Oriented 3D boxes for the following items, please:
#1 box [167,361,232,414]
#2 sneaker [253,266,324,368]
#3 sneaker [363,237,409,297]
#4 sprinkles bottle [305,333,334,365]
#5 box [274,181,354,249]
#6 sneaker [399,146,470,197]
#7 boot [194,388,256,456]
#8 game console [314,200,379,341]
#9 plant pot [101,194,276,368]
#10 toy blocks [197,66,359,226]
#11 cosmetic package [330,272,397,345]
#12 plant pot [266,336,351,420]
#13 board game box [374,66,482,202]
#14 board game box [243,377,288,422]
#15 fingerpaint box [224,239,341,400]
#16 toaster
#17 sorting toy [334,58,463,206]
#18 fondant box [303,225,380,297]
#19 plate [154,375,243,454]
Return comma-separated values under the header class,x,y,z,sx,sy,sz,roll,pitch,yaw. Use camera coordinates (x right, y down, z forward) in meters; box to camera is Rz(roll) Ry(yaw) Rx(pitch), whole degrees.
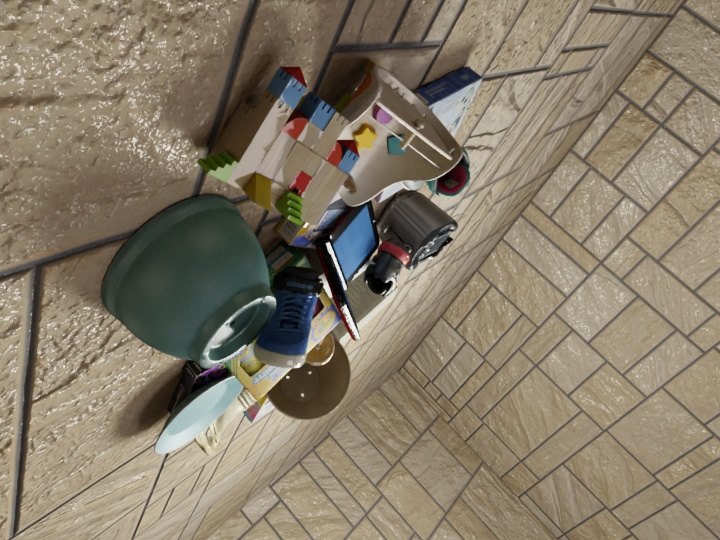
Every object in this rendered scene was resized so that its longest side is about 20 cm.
class,x,y,z,sx,sy,sz,roll,pitch,yaw
box,-0.260,0.186,1.071,0.199,0.036,0.144,-30,158,-52
sneaker,-0.096,0.053,0.781,0.200,0.075,0.114,-81,-178,-79
sneaker,0.043,0.009,1.165,0.099,0.070,0.201,-59,178,-17
sprinkles bottle,-0.119,0.136,1.086,0.068,0.069,0.199,-39,-163,-23
box,-0.051,-0.092,0.940,0.120,0.041,0.199,-51,162,12
sneaker,0.118,-0.160,0.911,0.083,0.121,0.200,-42,163,-8
boot,-0.293,0.312,1.227,0.155,0.073,0.201,-38,157,-21
game console,0.000,0.000,0.982,0.116,0.175,0.201,-21,154,-1
plant pot,-0.186,0.030,0.692,0.200,0.134,0.201,-43,164,-15
toy blocks,-0.073,-0.141,0.641,0.138,0.100,0.199,-54,145,9
cosmetic package,-0.016,0.079,1.348,0.199,0.104,0.073,-39,164,-24
plant pot,-0.131,0.243,1.291,0.200,0.201,0.135,-39,173,-23
board game box,0.109,-0.239,1.002,0.199,0.043,0.201,-36,159,-37
board game box,-0.207,0.287,1.460,0.152,0.040,0.201,-26,154,-53
fingerpaint box,-0.145,0.082,0.921,0.200,0.073,0.168,-42,135,-16
toaster,0.124,-0.094,1.243,0.199,0.129,0.114,-27,156,-52
sorting toy,0.008,-0.167,0.777,0.180,0.108,0.198,-42,143,22
fondant box,-0.058,-0.007,1.101,0.199,0.058,0.145,-40,163,-29
plate,-0.296,0.255,1.039,0.200,0.026,0.201,-43,165,-14
